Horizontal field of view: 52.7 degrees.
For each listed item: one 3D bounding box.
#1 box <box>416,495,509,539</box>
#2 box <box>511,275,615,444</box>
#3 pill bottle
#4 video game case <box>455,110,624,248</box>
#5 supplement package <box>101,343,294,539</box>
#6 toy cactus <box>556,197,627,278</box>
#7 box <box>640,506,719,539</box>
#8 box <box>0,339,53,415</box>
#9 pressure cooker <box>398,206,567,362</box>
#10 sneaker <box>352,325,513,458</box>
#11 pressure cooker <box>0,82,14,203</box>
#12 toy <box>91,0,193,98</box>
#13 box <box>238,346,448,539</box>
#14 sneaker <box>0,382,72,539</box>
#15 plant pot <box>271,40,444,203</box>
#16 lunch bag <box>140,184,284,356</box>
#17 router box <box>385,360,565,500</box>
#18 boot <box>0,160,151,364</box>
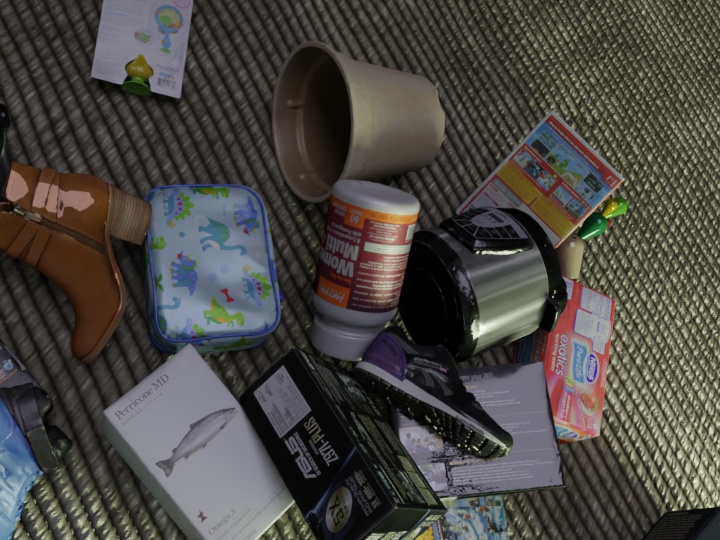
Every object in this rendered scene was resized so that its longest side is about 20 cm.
[{"bbox_3d":[0.111,0.297,0.904,0.135,0.040,0.203,1,69,-20],"label":"box"},{"bbox_3d":[0.274,0.123,1.004,0.101,0.095,0.202,22,64,-12],"label":"box"},{"bbox_3d":[0.000,0.000,0.886,0.108,0.110,0.203,7,107,-19],"label":"pill bottle"},{"bbox_3d":[0.254,-0.107,1.048,0.143,0.017,0.200,46,103,10],"label":"video game case"},{"bbox_3d":[-0.172,0.202,0.786,0.117,0.117,0.200,-39,87,-27],"label":"supplement package"},{"bbox_3d":[0.309,-0.072,1.109,0.197,0.102,0.168,2,88,-23],"label":"toy cactus"},{"bbox_3d":[0.419,0.429,0.937,0.199,0.107,0.149,-30,83,-27],"label":"box"},{"bbox_3d":[-0.456,0.131,0.742,0.193,0.048,0.200,46,62,2],"label":"box"},{"bbox_3d":[0.161,0.011,0.953,0.198,0.178,0.178,-17,87,-25],"label":"pressure cooker"},{"bbox_3d":[0.096,0.131,0.833,0.198,0.076,0.088,31,65,11],"label":"sneaker"},{"bbox_3d":[-0.451,-0.121,0.749,0.176,0.200,0.178,-2,69,-17],"label":"pressure cooker"},{"bbox_3d":[-0.291,-0.329,0.983,0.114,0.047,0.203,9,71,-22],"label":"toy"},{"bbox_3d":[-0.017,0.198,0.779,0.086,0.164,0.201,-41,61,7],"label":"box"},{"bbox_3d":[-0.336,0.211,0.719,0.110,0.076,0.203,-12,97,-30],"label":"sneaker"},{"bbox_3d":[0.006,-0.198,0.984,0.182,0.200,0.203,-8,73,-36],"label":"plant pot"},{"bbox_3d":[-0.180,-0.001,0.880,0.158,0.082,0.203,-5,72,-22],"label":"lunch bag"},{"bbox_3d":[0.133,0.195,0.876,0.197,0.051,0.151,-4,71,-4],"label":"router box"},{"bbox_3d":[-0.326,-0.008,0.783,0.154,0.076,0.203,17,97,-34],"label":"boot"}]
